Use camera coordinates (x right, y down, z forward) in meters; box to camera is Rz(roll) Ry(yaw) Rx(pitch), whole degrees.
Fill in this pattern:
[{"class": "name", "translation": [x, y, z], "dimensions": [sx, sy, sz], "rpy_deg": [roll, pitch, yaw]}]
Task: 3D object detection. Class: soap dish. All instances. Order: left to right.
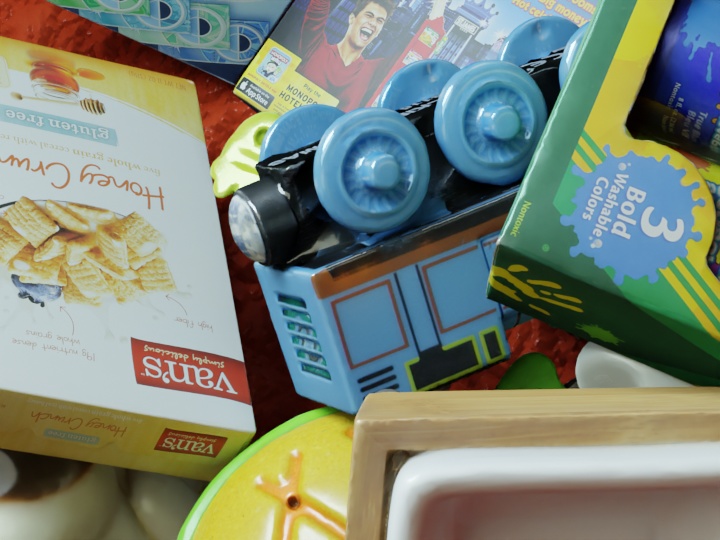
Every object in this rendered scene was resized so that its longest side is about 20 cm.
[{"class": "soap dish", "translation": [0.064, 0.130, 0.772], "dimensions": [0.156, 0.202, 0.081], "rpy_deg": [-1, 24, -12]}]

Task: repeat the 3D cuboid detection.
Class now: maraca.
[{"class": "maraca", "translation": [0.024, 0.109, 0.867], "dimensions": [0.199, 0.107, 0.138], "rpy_deg": [-22, 78, -8]}]

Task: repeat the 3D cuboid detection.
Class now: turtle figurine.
[{"class": "turtle figurine", "translation": [0.000, 0.000, 0.980], "dimensions": [0.064, 0.161, 0.201], "rpy_deg": [-35, 68, -1]}]

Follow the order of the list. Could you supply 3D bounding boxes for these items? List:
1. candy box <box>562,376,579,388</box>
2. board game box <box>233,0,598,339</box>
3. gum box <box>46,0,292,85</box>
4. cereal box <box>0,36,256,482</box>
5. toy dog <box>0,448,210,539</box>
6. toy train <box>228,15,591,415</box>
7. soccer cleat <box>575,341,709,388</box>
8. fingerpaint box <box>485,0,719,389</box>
[{"class": "candy box", "translation": [0.083, 0.165, 0.916], "dimensions": [0.167, 0.071, 0.201], "rpy_deg": [-32, 60, 13]}, {"class": "board game box", "translation": [0.075, -0.107, 1.033], "dimensions": [0.200, 0.062, 0.200], "rpy_deg": [36, 89, 33]}, {"class": "gum box", "translation": [-0.088, -0.192, 1.038], "dimensions": [0.200, 0.169, 0.045], "rpy_deg": [-50, 24, 45]}, {"class": "cereal box", "translation": [-0.124, -0.012, 0.917], "dimensions": [0.040, 0.143, 0.201], "rpy_deg": [-57, 34, 38]}, {"class": "toy dog", "translation": [-0.120, 0.102, 0.970], "dimensions": [0.139, 0.200, 0.195], "rpy_deg": [-18, 63, 20]}, {"class": "toy train", "translation": [0.048, -0.025, 0.871], "dimensions": [0.199, 0.115, 0.087], "rpy_deg": [-22, 13, -19]}, {"class": "soccer cleat", "translation": [0.165, 0.071, 0.860], "dimensions": [0.069, 0.199, 0.078], "rpy_deg": [-20, 38, 61]}, {"class": "fingerpaint box", "translation": [0.157, -0.056, 0.792], "dimensions": [0.166, 0.073, 0.201], "rpy_deg": [23, 76, 6]}]
